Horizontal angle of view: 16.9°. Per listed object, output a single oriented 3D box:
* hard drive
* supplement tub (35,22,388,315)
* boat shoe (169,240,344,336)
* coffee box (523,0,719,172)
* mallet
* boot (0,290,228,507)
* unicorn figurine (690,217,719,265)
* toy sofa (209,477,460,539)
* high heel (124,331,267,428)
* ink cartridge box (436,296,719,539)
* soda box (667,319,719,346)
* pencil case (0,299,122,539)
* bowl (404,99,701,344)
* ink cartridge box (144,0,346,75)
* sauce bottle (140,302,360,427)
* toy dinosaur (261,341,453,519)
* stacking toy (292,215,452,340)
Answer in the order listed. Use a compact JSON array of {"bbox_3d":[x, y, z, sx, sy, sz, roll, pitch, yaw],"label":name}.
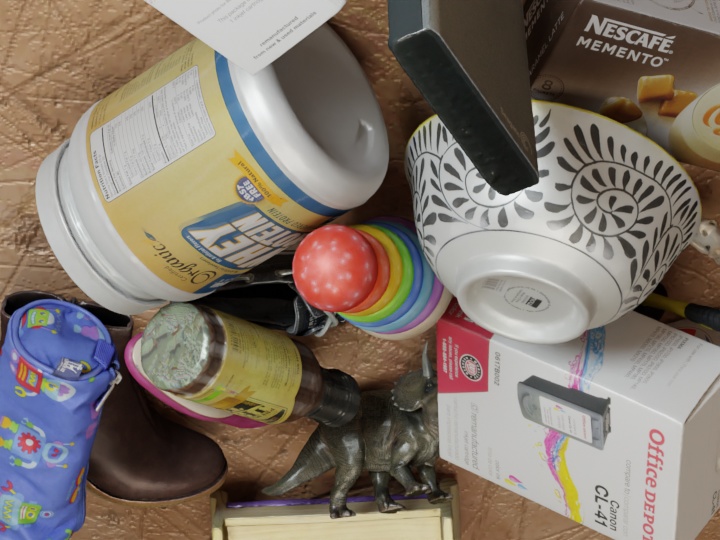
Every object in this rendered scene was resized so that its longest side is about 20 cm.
[{"bbox_3d":[0.057,-0.159,1.425,0.033,0.201,0.140,-21,134,20],"label":"hard drive"},{"bbox_3d":[-0.097,-0.069,1.561,0.199,0.145,0.144,-30,130,28],"label":"supplement tub"},{"bbox_3d":[-0.037,0.016,1.711,0.198,0.068,0.072,5,137,-7],"label":"boat shoe"},{"bbox_3d":[0.205,-0.136,1.542,0.199,0.080,0.115,14,136,-15],"label":"coffee box"},{"bbox_3d":[0.216,0.024,1.662,0.066,0.200,0.041,27,86,-23],"label":"mallet"},{"bbox_3d":[-0.182,0.096,1.791,0.198,0.073,0.167,12,138,-9],"label":"boot"},{"bbox_3d":[0.169,-0.047,1.655,0.199,0.074,0.138,-6,140,30],"label":"unicorn figurine"},{"bbox_3d":[-0.019,0.212,1.928,0.198,0.098,0.083,-3,113,3],"label":"toy sofa"},{"bbox_3d":[-0.121,0.077,1.744,0.095,0.068,0.199,-6,171,37],"label":"high heel"},{"bbox_3d":[0.155,0.096,1.697,0.199,0.086,0.148,24,138,27],"label":"ink cartridge box"},{"bbox_3d":[0.274,0.071,1.776,0.199,0.068,0.064,-17,135,16],"label":"soda box"},{"bbox_3d":[-0.223,0.115,1.728,0.086,0.078,0.201,22,127,5],"label":"pencil case"},{"bbox_3d":[0.114,-0.015,1.563,0.199,0.095,0.201,12,150,7],"label":"bowl"},{"bbox_3d":[-0.105,-0.230,1.386,0.084,0.145,0.200,-32,129,32],"label":"ink cartridge box"},{"bbox_3d":[-0.069,0.072,1.678,0.064,0.065,0.199,-28,151,27],"label":"sauce bottle"},{"bbox_3d":[0.015,0.129,1.832,0.199,0.103,0.077,-20,160,36],"label":"toy dinosaur"},{"bbox_3d":[0.000,0.000,1.582,0.085,0.086,0.200,-14,173,14],"label":"stacking toy"}]
